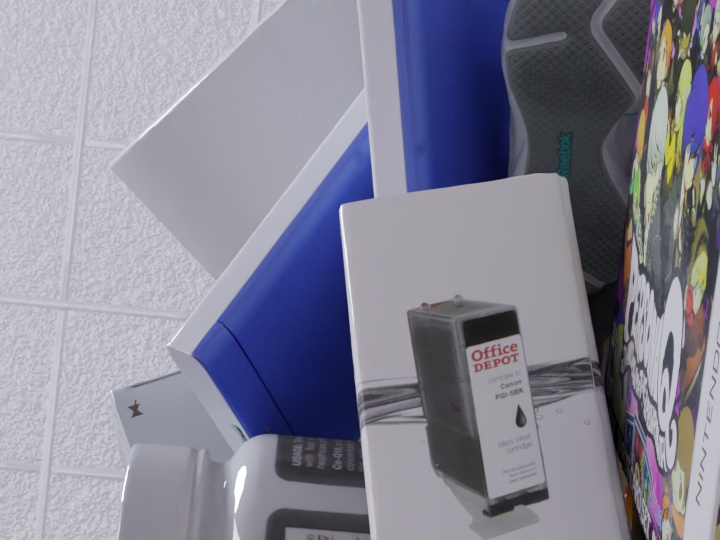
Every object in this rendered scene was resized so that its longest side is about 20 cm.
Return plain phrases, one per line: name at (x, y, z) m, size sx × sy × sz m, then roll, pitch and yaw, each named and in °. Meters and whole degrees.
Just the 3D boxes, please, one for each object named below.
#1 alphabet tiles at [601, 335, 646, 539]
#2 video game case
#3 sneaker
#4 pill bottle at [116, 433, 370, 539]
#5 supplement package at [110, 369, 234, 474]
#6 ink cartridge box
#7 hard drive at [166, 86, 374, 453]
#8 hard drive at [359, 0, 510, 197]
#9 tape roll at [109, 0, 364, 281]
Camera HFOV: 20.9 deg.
alphabet tiles at (0.106, 0.097, 0.779) m, size 0.200 × 0.008 × 0.167 m, roll 101°, pitch 174°, yaw -76°
video game case at (0.107, -0.007, 0.567) m, size 0.200 × 0.036 × 0.181 m, roll -89°, pitch 4°, yaw -74°
sneaker at (0.091, -0.084, 0.823) m, size 0.080 × 0.070 × 0.200 m, roll -82°, pitch -1°, yaw -47°
pill bottle at (-0.002, 0.129, 0.829) m, size 0.114 × 0.200 × 0.114 m, roll -174°, pitch 90°, yaw -89°
supplement package at (-0.025, 0.124, 1.127) m, size 0.111 × 0.200 × 0.156 m, roll 98°, pitch 152°, yaw -66°
ink cartridge box at (0.047, 0.089, 0.679) m, size 0.147 × 0.083 × 0.200 m, roll 79°, pitch -176°, yaw -56°
hard drive at (0.000, 0.000, 0.905) m, size 0.200 × 0.025 × 0.132 m, roll -54°, pitch -38°, yaw -23°
hard drive at (0.040, -0.064, 0.842) m, size 0.132 × 0.025 × 0.200 m, roll -53°, pitch -36°, yaw -51°
tape roll at (-0.019, -0.076, 1.073) m, size 0.203 × 0.139 × 0.203 m, roll -42°, pitch 7°, yaw 6°
